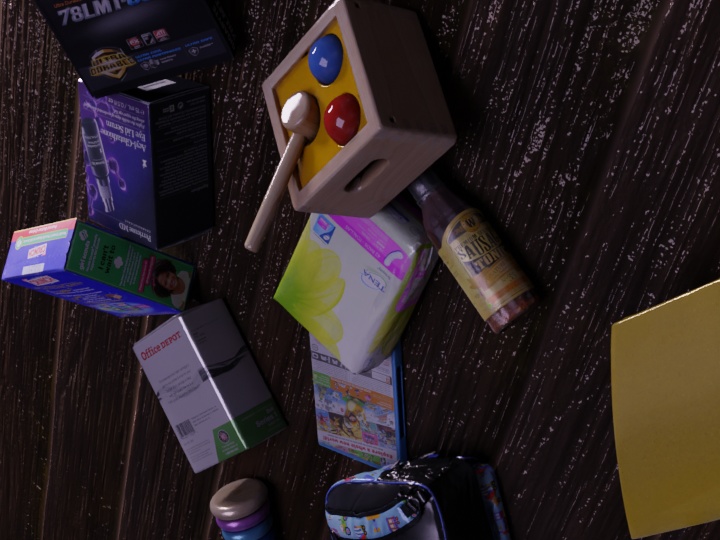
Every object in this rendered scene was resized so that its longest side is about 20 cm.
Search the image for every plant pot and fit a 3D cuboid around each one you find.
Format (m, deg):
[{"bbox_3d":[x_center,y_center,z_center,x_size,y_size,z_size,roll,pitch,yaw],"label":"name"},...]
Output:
[{"bbox_3d":[0.325,0.098,1.002,0.199,0.199,0.178,-30,76,47],"label":"plant pot"}]

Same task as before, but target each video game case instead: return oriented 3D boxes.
[{"bbox_3d":[-0.004,0.144,1.464,0.142,0.018,0.202,15,118,39],"label":"video game case"}]

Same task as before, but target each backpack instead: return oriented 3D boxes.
[{"bbox_3d":[0.060,0.307,1.388,0.199,0.134,0.185,-9,102,45],"label":"backpack"}]

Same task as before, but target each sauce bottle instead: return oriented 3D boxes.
[{"bbox_3d":[0.108,-0.031,1.239,0.201,0.066,0.066,54,136,9],"label":"sauce bottle"}]

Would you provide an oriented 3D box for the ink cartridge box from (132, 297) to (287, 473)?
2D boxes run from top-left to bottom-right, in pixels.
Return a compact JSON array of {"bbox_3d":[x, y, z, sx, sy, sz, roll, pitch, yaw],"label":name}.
[{"bbox_3d":[-0.208,0.157,1.621,0.146,0.084,0.202,-29,86,47],"label":"ink cartridge box"}]

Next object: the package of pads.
[{"bbox_3d":[0.000,0.000,1.347,0.154,0.068,0.201,42,126,24],"label":"package of pads"}]

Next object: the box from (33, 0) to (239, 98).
[{"bbox_3d":[-0.269,-0.312,1.378,0.198,0.050,0.199,-11,133,17],"label":"box"}]

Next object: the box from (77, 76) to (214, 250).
[{"bbox_3d":[-0.276,-0.149,1.537,0.147,0.104,0.202,20,121,36],"label":"box"}]

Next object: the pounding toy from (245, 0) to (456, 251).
[{"bbox_3d":[-0.029,-0.142,1.210,0.200,0.141,0.186,-39,57,43],"label":"pounding toy"}]

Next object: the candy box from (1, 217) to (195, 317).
[{"bbox_3d":[-0.355,0.001,1.612,0.168,0.199,0.078,-5,71,45],"label":"candy box"}]

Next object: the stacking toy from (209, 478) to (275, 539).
[{"bbox_3d":[-0.145,0.401,1.684,0.085,0.085,0.202,2,117,44],"label":"stacking toy"}]
